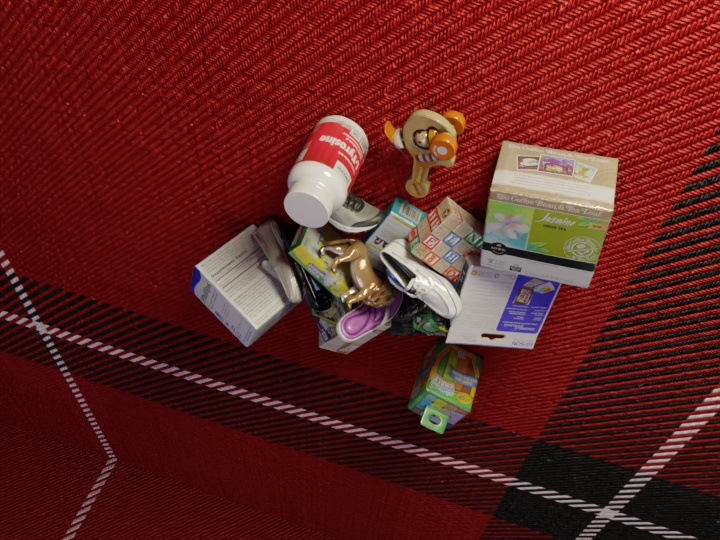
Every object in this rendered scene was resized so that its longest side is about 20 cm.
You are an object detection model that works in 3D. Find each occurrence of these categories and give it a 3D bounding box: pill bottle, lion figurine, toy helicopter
[{"bbox_3d":[-0.064,-0.177,1.218,0.111,0.201,0.113,13,142,11],"label":"pill bottle"},{"bbox_3d":[0.000,0.000,1.406,0.072,0.122,0.202,33,149,63],"label":"lion figurine"},{"bbox_3d":[0.104,-0.205,1.205,0.131,0.079,0.201,18,146,7],"label":"toy helicopter"}]

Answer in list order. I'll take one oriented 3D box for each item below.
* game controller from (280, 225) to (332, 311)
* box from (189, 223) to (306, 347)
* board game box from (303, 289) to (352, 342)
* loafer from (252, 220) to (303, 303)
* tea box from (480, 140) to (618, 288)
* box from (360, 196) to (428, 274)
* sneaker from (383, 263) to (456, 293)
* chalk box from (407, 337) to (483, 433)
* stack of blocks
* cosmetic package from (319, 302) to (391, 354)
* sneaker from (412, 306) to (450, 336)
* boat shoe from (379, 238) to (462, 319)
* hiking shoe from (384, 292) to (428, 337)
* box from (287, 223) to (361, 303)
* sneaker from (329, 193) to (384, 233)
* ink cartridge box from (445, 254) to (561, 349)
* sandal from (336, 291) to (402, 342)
[{"bbox_3d":[-0.118,-0.005,1.471,0.042,0.104,0.202,-25,86,3],"label":"game controller"},{"bbox_3d":[-0.252,0.033,1.532,0.200,0.184,0.105,45,145,6],"label":"box"},{"bbox_3d":[-0.090,0.053,1.554,0.120,0.032,0.202,-40,75,52],"label":"board game box"},{"bbox_3d":[-0.182,-0.014,1.490,0.069,0.202,0.070,-25,159,5],"label":"loafer"},{"bbox_3d":[0.322,-0.097,1.173,0.198,0.134,0.198,11,140,14],"label":"tea box"},{"bbox_3d":[0.058,-0.065,1.412,0.082,0.049,0.200,30,142,-10],"label":"box"},{"bbox_3d":[0.142,0.002,1.419,0.198,0.079,0.090,9,119,-17],"label":"sneaker"},{"bbox_3d":[0.202,0.293,1.640,0.124,0.201,0.124,26,142,-5],"label":"chalk box"},{"bbox_3d":[0.204,-0.040,1.325,0.199,0.059,0.115,33,119,-27],"label":"stack of blocks"},{"bbox_3d":[-0.015,0.115,1.607,0.086,0.105,0.200,17,148,-27],"label":"cosmetic package"},{"bbox_3d":[0.177,0.108,1.488,0.084,0.079,0.199,-11,163,27],"label":"sneaker"},{"bbox_3d":[0.112,0.027,1.330,0.200,0.066,0.074,46,137,17],"label":"boat shoe"},{"bbox_3d":[0.118,0.105,1.579,0.100,0.077,0.199,26,151,-24],"label":"hiking shoe"},{"bbox_3d":[-0.061,-0.021,1.468,0.048,0.118,0.200,-27,121,37],"label":"box"},{"bbox_3d":[-0.045,-0.135,1.352,0.198,0.074,0.080,21,135,17],"label":"sneaker"},{"bbox_3d":[0.282,0.067,1.350,0.195,0.044,0.202,5,126,-10],"label":"ink cartridge box"},{"bbox_3d":[0.032,0.089,1.484,0.083,0.202,0.050,50,149,-4],"label":"sandal"}]
